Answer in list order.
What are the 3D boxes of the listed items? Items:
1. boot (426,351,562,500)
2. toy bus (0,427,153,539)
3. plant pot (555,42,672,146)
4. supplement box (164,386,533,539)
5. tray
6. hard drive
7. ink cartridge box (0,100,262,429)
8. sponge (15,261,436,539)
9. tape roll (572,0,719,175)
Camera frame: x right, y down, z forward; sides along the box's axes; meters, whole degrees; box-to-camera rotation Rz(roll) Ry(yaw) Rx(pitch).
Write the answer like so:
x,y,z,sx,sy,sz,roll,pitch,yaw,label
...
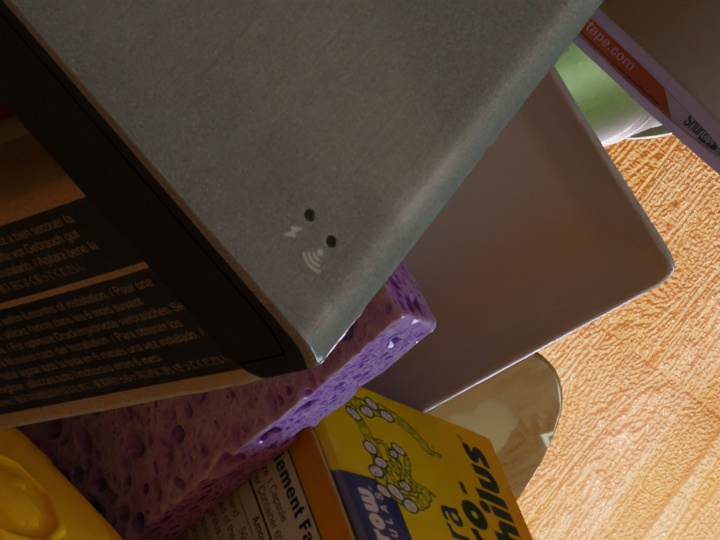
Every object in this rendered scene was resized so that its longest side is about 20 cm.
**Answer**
x,y,z,sx,sy,sz,roll,pitch,yaw,label
0.016,0.067,1.047,0.201,0.071,0.144,-51,-163,30,boot
-0.144,0.147,0.772,0.200,0.192,0.136,-52,180,21,toy bus
0.041,-0.109,1.070,0.190,0.200,0.200,-35,167,-38,plant pot
-0.038,0.144,0.854,0.109,0.109,0.200,23,123,-43,supplement box
0.000,0.000,0.858,0.200,0.107,0.022,-29,-169,19,tray
-0.006,-0.094,0.579,0.033,0.140,0.200,-15,-149,53,hard drive
-0.035,-0.055,0.674,0.165,0.075,0.200,-13,-146,51,ink cartridge box
-0.077,0.031,0.816,0.200,0.112,0.030,-40,157,21,sponge
0.112,-0.099,0.865,0.066,0.200,0.200,-46,178,3,tape roll
